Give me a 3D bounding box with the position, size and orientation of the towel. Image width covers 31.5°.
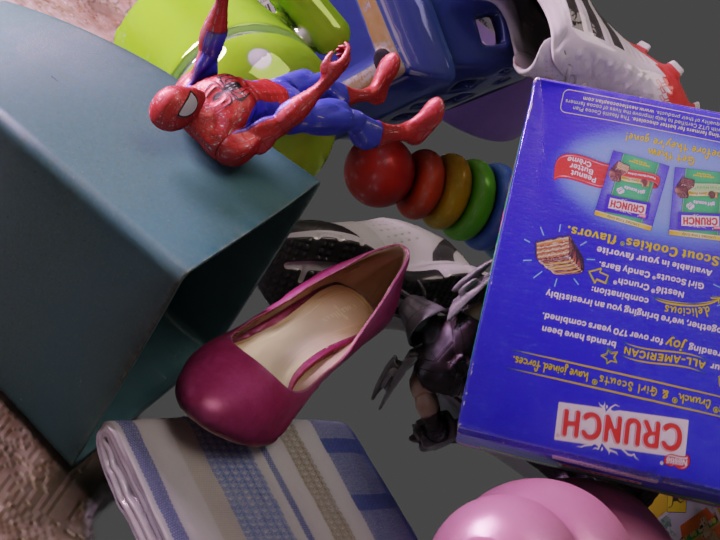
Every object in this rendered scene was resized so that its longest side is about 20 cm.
[{"bbox_3d":[-0.038,0.139,0.660,0.199,0.024,0.148,9,43,-53],"label":"towel"}]

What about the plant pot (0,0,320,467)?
[{"bbox_3d":[-0.157,-0.037,0.667,0.199,0.142,0.141,39,32,7],"label":"plant pot"}]

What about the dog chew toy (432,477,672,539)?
[{"bbox_3d":[0.095,0.164,0.658,0.200,0.124,0.125,31,26,-59],"label":"dog chew toy"}]

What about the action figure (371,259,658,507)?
[{"bbox_3d":[0.093,0.080,0.779,0.200,0.130,0.069,42,25,7],"label":"action figure"}]

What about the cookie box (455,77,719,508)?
[{"bbox_3d":[0.153,0.014,0.702,0.169,0.075,0.203,13,77,9],"label":"cookie box"}]

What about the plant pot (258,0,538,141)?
[{"bbox_3d":[0.005,-0.200,0.925,0.179,0.199,0.202,-27,96,-48],"label":"plant pot"}]

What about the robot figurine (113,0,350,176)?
[{"bbox_3d":[-0.087,-0.114,0.811,0.116,0.175,0.200,51,-2,-42],"label":"robot figurine"}]

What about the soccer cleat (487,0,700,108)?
[{"bbox_3d":[0.150,-0.140,0.864,0.085,0.068,0.201,-43,98,-26],"label":"soccer cleat"}]

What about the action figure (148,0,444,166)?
[{"bbox_3d":[-0.024,-0.107,0.663,0.199,0.100,0.065,-16,53,-48],"label":"action figure"}]

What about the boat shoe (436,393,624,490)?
[{"bbox_3d":[0.137,0.105,0.853,0.199,0.071,0.073,28,34,-21],"label":"boat shoe"}]

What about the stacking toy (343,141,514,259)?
[{"bbox_3d":[0.078,-0.058,0.982,0.198,0.086,0.086,18,39,-24],"label":"stacking toy"}]

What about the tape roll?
[{"bbox_3d":[0.100,-0.221,1.182,0.198,0.085,0.201,27,36,-22],"label":"tape roll"}]

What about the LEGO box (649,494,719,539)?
[{"bbox_3d":[0.245,0.171,0.769,0.076,0.200,0.150,14,42,-33],"label":"LEGO box"}]

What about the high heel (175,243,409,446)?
[{"bbox_3d":[-0.030,0.033,0.705,0.067,0.096,0.200,42,19,15],"label":"high heel"}]

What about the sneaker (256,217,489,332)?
[{"bbox_3d":[0.000,0.000,0.852,0.199,0.074,0.080,13,27,-43],"label":"sneaker"}]
